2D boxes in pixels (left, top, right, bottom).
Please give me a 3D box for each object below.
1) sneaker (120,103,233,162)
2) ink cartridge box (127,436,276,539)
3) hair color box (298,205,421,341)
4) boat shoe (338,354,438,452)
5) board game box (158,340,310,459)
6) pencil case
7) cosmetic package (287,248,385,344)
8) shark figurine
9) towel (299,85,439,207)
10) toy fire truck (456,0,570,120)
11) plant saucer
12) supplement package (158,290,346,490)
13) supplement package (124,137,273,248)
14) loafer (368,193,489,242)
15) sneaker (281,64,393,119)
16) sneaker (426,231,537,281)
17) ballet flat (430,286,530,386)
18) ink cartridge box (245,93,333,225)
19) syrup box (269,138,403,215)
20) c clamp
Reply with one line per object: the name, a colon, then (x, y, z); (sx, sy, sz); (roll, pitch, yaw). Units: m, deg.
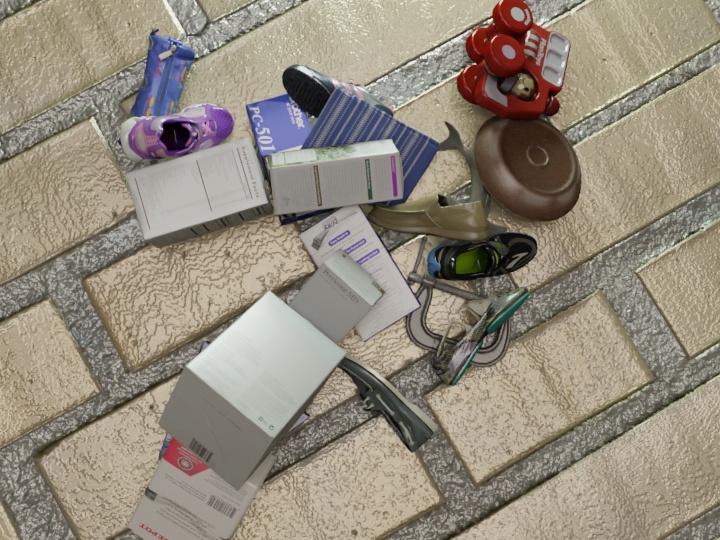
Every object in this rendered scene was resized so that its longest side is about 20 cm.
sneaker: (-0.268, -0.214, 1.330); (0.200, 0.088, 0.081); (-24, 109, -44)
ink cartridge box: (-0.238, 0.333, 1.277); (0.144, 0.084, 0.200); (31, 115, 1)
hair color box: (0.000, 0.000, 1.364); (0.109, 0.065, 0.201); (-31, 88, 5)
boat shoe: (0.031, 0.207, 1.348); (0.200, 0.073, 0.062); (41, 80, -3)
board game box: (-0.190, 0.240, 1.342); (0.199, 0.062, 0.201); (21, 84, 1)
pencil case: (-0.327, -0.282, 1.377); (0.078, 0.087, 0.201); (17, 85, -17)
cosmetic package: (-0.064, 0.074, 1.313); (0.102, 0.074, 0.200); (41, 118, 3)
shark figurine: (0.184, -0.130, 1.380); (0.127, 0.090, 0.216); (0, 84, -6)
towel: (0.011, -0.187, 1.364); (0.199, 0.024, 0.145); (27, 107, -18)
toy fire truck: (0.259, -0.329, 1.381); (0.167, 0.112, 0.201); (23, 62, -15)
plant saucer: (0.278, -0.177, 1.374); (0.199, 0.037, 0.201); (9, 64, -18)
supplement package: (-0.151, 0.167, 1.213); (0.152, 0.151, 0.200); (38, 42, 6)
supplement package: (-0.250, -0.120, 1.350); (0.199, 0.110, 0.114); (-16, 86, -3)
loafer: (0.109, -0.089, 1.346); (0.199, 0.076, 0.068); (9, 96, 20)
sneaker: (-0.034, -0.281, 1.386); (0.200, 0.070, 0.082); (32, 51, -16)
sneaker: (0.202, -0.015, 1.351); (0.199, 0.083, 0.071); (-9, 105, -27)
ballet flat: (0.181, 0.088, 1.348); (0.072, 0.072, 0.200); (40, 89, 2)
ink cartridge box: (-0.115, -0.183, 1.395); (0.094, 0.044, 0.201); (-16, 85, -5)
syrup box: (-0.038, -0.146, 1.319); (0.199, 0.079, 0.082); (-7, 115, -5)
c clamp: (0.160, 0.060, 1.390); (0.199, 0.027, 0.172); (24, 84, 1)
